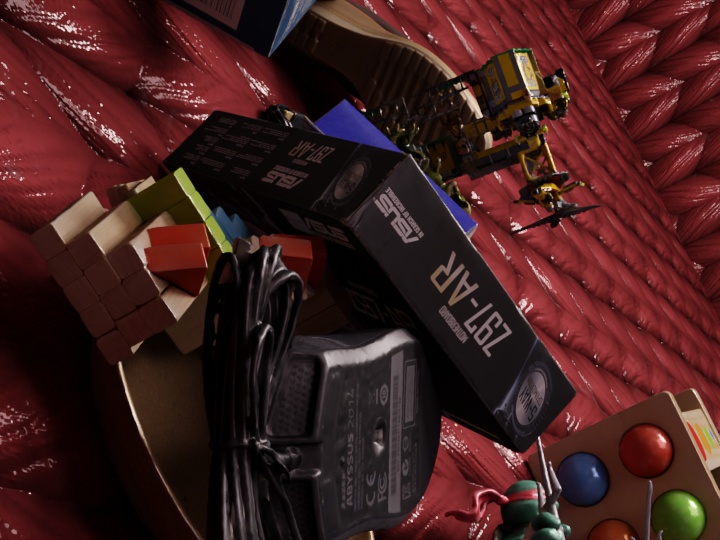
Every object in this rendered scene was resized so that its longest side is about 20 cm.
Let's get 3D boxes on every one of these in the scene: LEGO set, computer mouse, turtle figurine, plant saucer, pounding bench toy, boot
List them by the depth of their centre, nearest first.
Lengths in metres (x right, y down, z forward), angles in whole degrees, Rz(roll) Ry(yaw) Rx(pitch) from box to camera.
[{"bbox_3d":[-0.022,0.063,0.608,0.200,0.052,0.139,10,82,-67],"label":"computer mouse"},{"bbox_3d":[-0.061,0.074,0.653,0.200,0.035,0.201,52,20,-28],"label":"plant saucer"},{"bbox_3d":[0.122,0.197,0.883,0.149,0.100,0.201,14,64,-48],"label":"turtle figurine"},{"bbox_3d":[0.058,-0.046,0.952,0.154,0.199,0.116,68,3,-73],"label":"LEGO set"},{"bbox_3d":[-0.014,-0.098,1.052,0.059,0.034,0.200,65,18,7],"label":"computer mouse"},{"bbox_3d":[0.042,-0.144,1.114,0.200,0.073,0.166,39,18,18],"label":"boot"},{"bbox_3d":[0.240,0.209,1.156,0.201,0.124,0.156,66,18,12],"label":"pounding bench toy"}]

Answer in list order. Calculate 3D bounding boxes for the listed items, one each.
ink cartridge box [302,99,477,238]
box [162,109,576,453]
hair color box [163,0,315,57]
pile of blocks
[{"bbox_3d":[0.008,-0.029,0.804,0.099,0.039,0.200,44,-14,5],"label":"ink cartridge box"},{"bbox_3d":[0.000,0.000,0.744,0.160,0.044,0.200,52,-17,-30],"label":"box"},{"bbox_3d":[-0.048,-0.227,0.915,0.100,0.061,0.200,30,49,3],"label":"hair color box"},{"bbox_3d":[-0.057,-0.009,0.628,0.082,0.062,0.200,66,18,13],"label":"pile of blocks"}]
